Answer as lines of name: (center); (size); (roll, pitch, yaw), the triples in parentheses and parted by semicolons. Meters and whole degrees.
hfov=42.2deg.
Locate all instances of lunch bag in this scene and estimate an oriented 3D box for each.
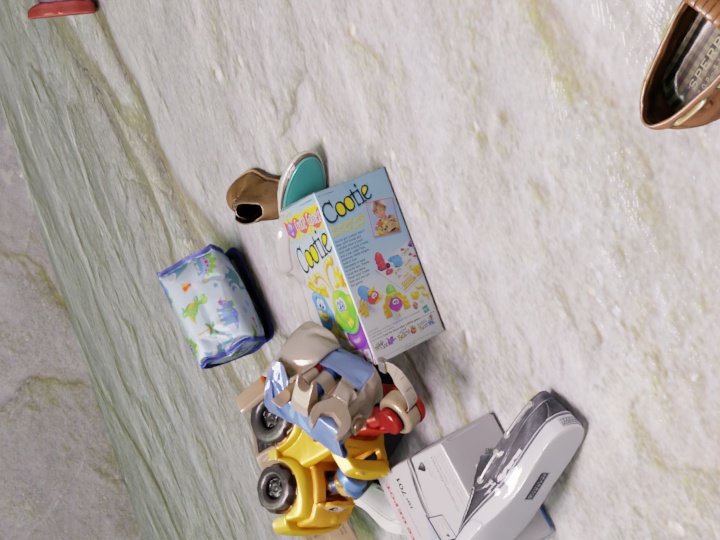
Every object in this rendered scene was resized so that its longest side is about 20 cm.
lunch bag: (-0.226, 0.060, 1.521); (0.200, 0.126, 0.173); (57, -173, -84)

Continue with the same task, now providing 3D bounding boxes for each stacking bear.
stacking bear: (-0.540, -0.558, 1.657); (0.113, 0.119, 0.204); (19, 118, 57)

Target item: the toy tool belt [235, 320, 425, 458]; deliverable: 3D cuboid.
toy tool belt: (-0.038, 0.152, 1.035); (0.198, 0.123, 0.127); (25, 140, 36)

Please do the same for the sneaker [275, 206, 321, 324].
sneaker: (-0.052, -0.007, 1.198); (0.202, 0.086, 0.076); (74, -161, -49)

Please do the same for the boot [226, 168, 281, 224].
boot: (-0.161, -0.101, 1.342); (0.199, 0.075, 0.075); (8, 118, 60)

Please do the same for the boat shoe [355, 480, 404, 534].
boat shoe: (0.017, 0.301, 1.326); (0.199, 0.071, 0.070); (28, 112, 59)

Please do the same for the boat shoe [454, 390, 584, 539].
boat shoe: (0.149, 0.214, 0.963); (0.068, 0.071, 0.202); (50, 119, 44)

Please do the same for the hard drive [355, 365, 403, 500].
hard drive: (-0.009, 0.208, 1.269); (0.135, 0.042, 0.202); (51, 130, 29)

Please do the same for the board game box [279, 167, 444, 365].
board game box: (0.000, 0.000, 1.097); (0.103, 0.104, 0.204); (-16, 95, 61)

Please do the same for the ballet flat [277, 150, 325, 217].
ballet flat: (-0.083, -0.079, 1.235); (0.069, 0.069, 0.203); (41, 145, 40)

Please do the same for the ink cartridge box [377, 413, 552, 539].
ink cartridge box: (0.117, 0.273, 1.107); (0.148, 0.085, 0.200); (62, 150, 11)

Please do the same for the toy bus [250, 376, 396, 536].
toy bus: (-0.024, 0.214, 1.155); (0.189, 0.135, 0.204); (-18, 69, 33)

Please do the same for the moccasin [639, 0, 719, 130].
moccasin: (0.233, -0.173, 0.594); (0.074, 0.077, 0.203); (55, 149, 22)

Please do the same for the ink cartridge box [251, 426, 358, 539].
ink cartridge box: (-0.087, 0.322, 1.421); (0.203, 0.074, 0.165); (62, 177, -13)
